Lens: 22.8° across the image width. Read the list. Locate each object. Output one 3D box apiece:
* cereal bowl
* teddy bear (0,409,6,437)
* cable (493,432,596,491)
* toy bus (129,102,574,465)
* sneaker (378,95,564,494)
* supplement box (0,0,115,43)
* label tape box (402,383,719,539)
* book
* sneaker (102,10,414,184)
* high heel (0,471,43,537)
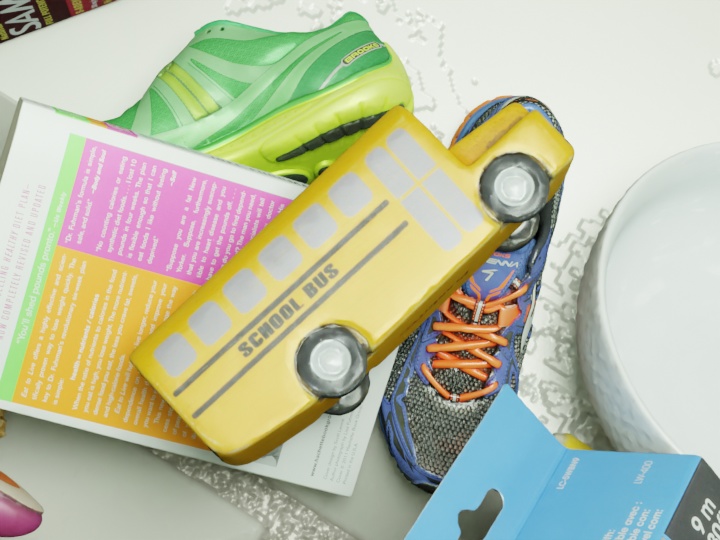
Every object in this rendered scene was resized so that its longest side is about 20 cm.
[{"bbox_3d":[0.188,0.044,0.828,0.198,0.083,0.202,8,58,-12],"label":"cereal bowl"},{"bbox_3d":[-0.257,0.105,0.818,0.199,0.067,0.146,-24,85,-6],"label":"teddy bear"},{"bbox_3d":[0.149,0.142,0.835,0.198,0.050,0.098,15,79,-6],"label":"cable"},{"bbox_3d":[0.000,0.000,0.773,0.200,0.065,0.078,-43,81,-7],"label":"toy bus"},{"bbox_3d":[0.052,0.006,0.845,0.075,0.078,0.202,11,80,-1],"label":"sneaker"},{"bbox_3d":[-0.134,-0.167,0.847,0.198,0.109,0.061,-21,83,-5],"label":"supplement box"},{"bbox_3d":[0.112,0.152,0.712,0.200,0.063,0.144,49,46,-11],"label":"label tape box"},{"bbox_3d":[-0.077,0.014,0.814,0.198,0.048,0.135,17,95,-17],"label":"book"},{"bbox_3d":[-0.074,-0.071,0.864,0.198,0.074,0.084,-15,57,-2],"label":"sneaker"},{"bbox_3d":[-0.235,0.102,0.758,0.198,0.067,0.097,18,81,16],"label":"high heel"}]
